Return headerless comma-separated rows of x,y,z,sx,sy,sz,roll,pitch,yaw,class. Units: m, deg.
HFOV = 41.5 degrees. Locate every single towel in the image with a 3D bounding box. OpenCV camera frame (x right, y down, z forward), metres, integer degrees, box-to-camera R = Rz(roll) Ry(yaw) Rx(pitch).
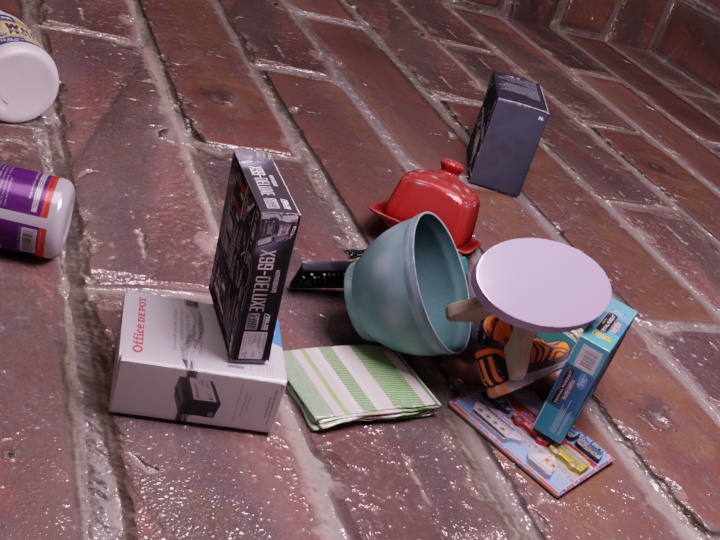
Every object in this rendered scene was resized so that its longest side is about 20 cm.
-0.007,0.152,1.279,0.198,0.024,0.153,-2,34,-32,towel

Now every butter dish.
0.139,-0.128,1.696,0.198,0.149,0.200,26,12,11,butter dish

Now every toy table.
0.222,0.042,1.281,0.197,0.117,0.186,14,60,-14,toy table

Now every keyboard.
0.000,0.000,1.445,0.197,0.127,0.021,-1,61,-25,keyboard

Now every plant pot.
0.059,0.031,1.348,0.133,0.203,0.200,-14,17,25,plant pot

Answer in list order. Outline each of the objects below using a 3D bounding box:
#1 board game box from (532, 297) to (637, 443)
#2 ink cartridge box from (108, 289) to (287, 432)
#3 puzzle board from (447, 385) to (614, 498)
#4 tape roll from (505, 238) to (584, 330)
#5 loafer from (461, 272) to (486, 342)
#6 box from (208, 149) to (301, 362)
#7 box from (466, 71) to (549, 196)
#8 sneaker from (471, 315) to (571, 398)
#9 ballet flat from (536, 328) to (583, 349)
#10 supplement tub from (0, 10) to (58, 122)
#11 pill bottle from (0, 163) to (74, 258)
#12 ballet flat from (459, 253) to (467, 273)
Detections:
0.320,0.137,1.343,0.047,0.152,0.200,29,24,17,board game box
-0.199,0.110,1.163,0.197,0.085,0.146,11,30,-17,ink cartridge box
0.238,0.221,1.318,0.150,0.018,0.199,-13,42,-46,puzzle board
0.325,0.024,1.666,0.198,0.067,0.201,16,28,-8,tape roll
0.163,0.061,1.484,0.076,0.069,0.200,61,9,-10,loafer
-0.131,-0.018,1.130,0.049,0.202,0.158,3,30,-22,box
0.320,-0.303,2.090,0.122,0.202,0.197,15,28,-5,box
0.234,0.104,1.373,0.199,0.077,0.113,-13,80,-50,sneaker
0.285,0.076,1.554,0.199,0.068,0.062,38,34,13,ballet flat
-0.626,-0.363,1.660,0.143,0.146,0.200,-5,37,-38,supplement tub
-0.498,-0.090,1.295,0.197,0.114,0.113,13,29,-12,pill bottle
0.112,0.024,1.547,0.074,0.075,0.200,29,28,17,ballet flat
